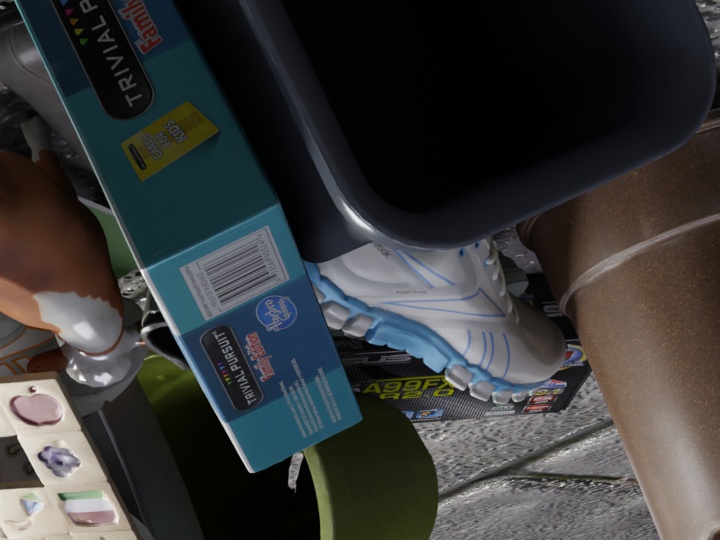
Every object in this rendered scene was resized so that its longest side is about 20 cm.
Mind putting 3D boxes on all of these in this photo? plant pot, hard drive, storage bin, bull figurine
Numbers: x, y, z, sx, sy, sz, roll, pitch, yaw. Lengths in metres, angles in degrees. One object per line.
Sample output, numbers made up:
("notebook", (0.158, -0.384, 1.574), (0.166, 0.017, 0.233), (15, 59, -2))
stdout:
("plant pot", (-0.050, 0.137, 1.137), (0.200, 0.200, 0.190), (-20, 170, 30))
("hard drive", (-0.159, 0.141, 1.057), (0.135, 0.200, 0.042), (-26, 167, 16))
("storage bin", (0.007, -0.102, 0.613), (0.145, 0.200, 0.134), (-24, 177, -20))
("bull figurine", (-0.156, -0.023, 0.842), (0.065, 0.121, 0.200), (-32, 154, 6))
("plant pot", (0.202, 0.040, 1.000), (0.200, 0.198, 0.200), (-13, 163, -4))

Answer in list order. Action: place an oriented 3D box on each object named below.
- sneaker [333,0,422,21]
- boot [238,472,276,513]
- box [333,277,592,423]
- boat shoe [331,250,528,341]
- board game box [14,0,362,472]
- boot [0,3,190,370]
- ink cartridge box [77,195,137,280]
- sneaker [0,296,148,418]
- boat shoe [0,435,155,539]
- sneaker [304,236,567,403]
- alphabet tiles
("sneaker", (0.036, -0.121, 0.728), (0.200, 0.075, 0.085), (-4, 170, 8))
("boot", (-0.146, 0.131, 1.238), (0.200, 0.146, 0.070), (1, 161, -19))
("box", (0.048, 0.055, 1.246), (0.200, 0.044, 0.160), (-4, 160, -9))
("boat shoe", (-0.001, 0.001, 1.071), (0.202, 0.065, 0.074), (-3, 158, -23))
("board game box", (-0.072, -0.049, 0.664), (0.047, 0.200, 0.151), (-26, 150, -5))
("boot", (-0.087, -0.032, 0.841), (0.068, 0.131, 0.200), (-16, 158, 23))
("ink cartridge box", (-0.214, -0.001, 1.008), (0.200, 0.048, 0.146), (-33, 151, 21))
("sneaker", (-0.172, 0.019, 0.948), (0.200, 0.076, 0.092), (0, 134, -47))
("boat shoe", (-0.184, 0.098, 0.981), (0.200, 0.074, 0.067), (26, 111, -3))
("sneaker", (0.048, 0.003, 0.976), (0.200, 0.075, 0.087), (23, 118, -42))
("alphabet tiles", (-0.205, 0.116, 0.934), (0.200, 0.008, 0.167), (-5, 130, 18))
